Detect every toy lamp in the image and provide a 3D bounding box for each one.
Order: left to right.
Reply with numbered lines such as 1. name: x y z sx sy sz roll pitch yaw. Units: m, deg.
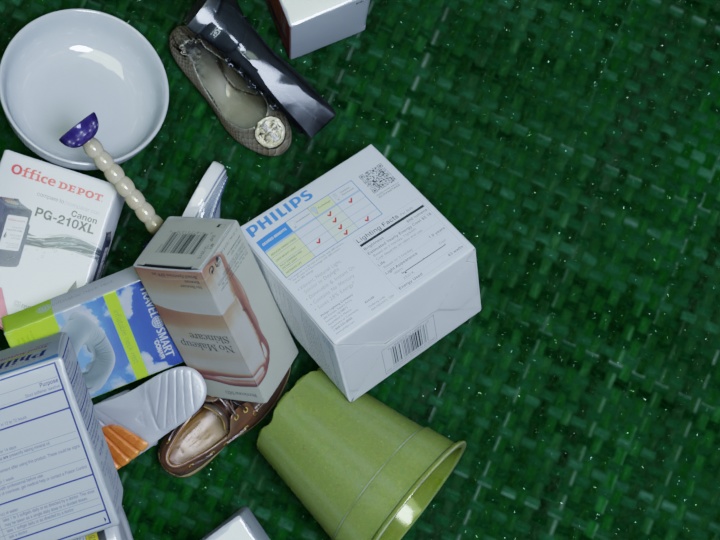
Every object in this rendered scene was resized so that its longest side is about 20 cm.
1. toy lamp: -0.259 -0.085 1.605 0.058 0.058 0.201 -37 100 -6

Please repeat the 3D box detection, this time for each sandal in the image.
1. sandal: -0.253 0.172 1.642 0.205 0.059 0.080 -27 87 20

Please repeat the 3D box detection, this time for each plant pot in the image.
1. plant pot: -0.012 0.214 1.614 0.189 0.200 0.201 39 83 15

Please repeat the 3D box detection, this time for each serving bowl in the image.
1. serving bowl: -0.329 -0.205 1.675 0.197 0.066 0.203 6 70 -16

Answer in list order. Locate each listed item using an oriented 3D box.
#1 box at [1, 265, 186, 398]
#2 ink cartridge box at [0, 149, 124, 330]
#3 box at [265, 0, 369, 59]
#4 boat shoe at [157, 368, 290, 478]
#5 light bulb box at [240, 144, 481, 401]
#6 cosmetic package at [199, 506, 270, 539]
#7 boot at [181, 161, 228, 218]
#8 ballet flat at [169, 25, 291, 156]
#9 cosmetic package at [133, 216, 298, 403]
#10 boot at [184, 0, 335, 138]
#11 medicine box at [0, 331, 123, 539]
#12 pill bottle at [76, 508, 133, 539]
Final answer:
1. box: -0.287 0.073 1.591 0.198 0.048 0.123 -22 120 -7
2. ink cartridge box: -0.374 -0.023 1.656 0.143 0.084 0.203 17 84 -2
3. box: -0.074 -0.377 1.674 0.105 0.152 0.202 -22 85 -6
4. boat shoe: -0.156 0.165 1.656 0.072 0.068 0.200 45 84 2
5. light bulb box: 0.000 0.000 1.599 0.197 0.125 0.200 -33 56 -15
6. cosmetic package: -0.176 0.372 1.567 0.199 0.199 0.123 -37 86 -5
7. boot: -0.181 -0.022 1.679 0.089 0.073 0.202 25 92 -5
8. ballet flat: -0.159 -0.219 1.706 0.067 0.046 0.200 -41 87 -6
9. cosmetic package: -0.159 0.044 1.576 0.102 0.201 0.088 3 44 32
10. boot: -0.116 -0.255 1.689 0.199 0.165 0.066 39 110 -17
11. medicine box: -0.371 0.195 1.515 0.180 0.103 0.203 -17 103 -3
12. pill bottle: -0.359 0.335 1.607 0.197 0.111 0.113 -17 85 -5
